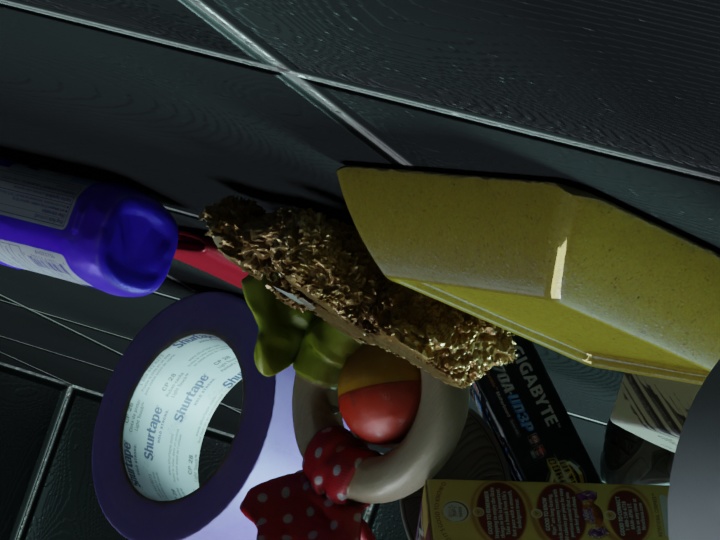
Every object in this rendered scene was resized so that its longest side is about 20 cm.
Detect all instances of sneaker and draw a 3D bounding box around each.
[{"bbox_3d":[0.217,0.112,1.782,0.099,0.078,0.200,18,175,-19],"label":"sneaker"},{"bbox_3d":[0.081,0.189,1.853,0.075,0.200,0.106,-18,158,9],"label":"sneaker"}]

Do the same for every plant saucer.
[{"bbox_3d":[0.109,0.010,1.388,0.200,0.048,0.200,23,172,-32],"label":"plant saucer"}]

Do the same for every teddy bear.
[{"bbox_3d":[0.000,0.000,1.591,0.145,0.067,0.200,34,173,-29],"label":"teddy bear"}]

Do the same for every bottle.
[{"bbox_3d":[-0.209,-0.033,1.816,0.200,0.065,0.084,13,171,39],"label":"bottle"}]

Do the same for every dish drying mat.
[{"bbox_3d":[-0.048,0.012,1.943,0.200,0.018,0.077,25,170,-36],"label":"dish drying mat"}]

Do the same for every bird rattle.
[{"bbox_3d":[-0.005,0.084,1.737,0.163,0.200,0.113,-21,147,40],"label":"bird rattle"}]

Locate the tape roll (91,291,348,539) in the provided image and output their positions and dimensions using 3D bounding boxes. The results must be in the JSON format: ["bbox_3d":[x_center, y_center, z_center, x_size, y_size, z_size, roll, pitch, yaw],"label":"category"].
[{"bbox_3d":[-0.107,0.123,2.196,0.085,0.200,0.200,26,170,-41],"label":"tape roll"}]

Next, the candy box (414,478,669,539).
[{"bbox_3d":[0.131,0.182,1.726,0.200,0.056,0.117,1,135,-8],"label":"candy box"}]

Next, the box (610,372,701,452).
[{"bbox_3d":[0.230,0.072,1.462,0.082,0.068,0.200,25,170,-41],"label":"box"}]

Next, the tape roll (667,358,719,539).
[{"bbox_3d":[0.229,0.093,1.089,0.203,0.203,0.139,20,173,-6],"label":"tape roll"}]

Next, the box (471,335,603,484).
[{"bbox_3d":[0.122,0.129,1.883,0.046,0.159,0.200,-26,171,-1],"label":"box"}]
